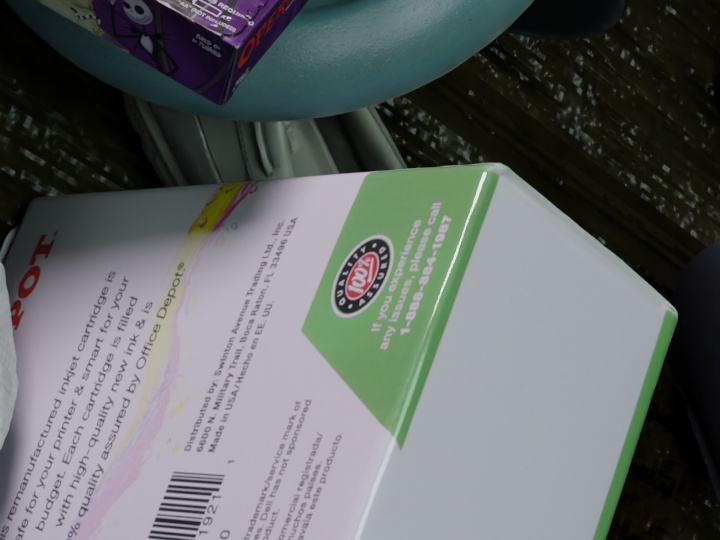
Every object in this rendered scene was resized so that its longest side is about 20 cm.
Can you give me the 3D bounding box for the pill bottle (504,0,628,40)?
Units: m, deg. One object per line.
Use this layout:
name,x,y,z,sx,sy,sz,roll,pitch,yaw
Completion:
pill bottle,0.080,-0.184,0.814,0.112,0.112,0.200,35,66,-32

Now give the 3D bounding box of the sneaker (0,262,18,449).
sneaker,-0.143,-0.038,0.645,0.077,0.082,0.200,72,10,-66

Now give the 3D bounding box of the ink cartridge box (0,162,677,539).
ink cartridge box,-0.032,0.056,0.651,0.084,0.200,0.145,35,66,-36

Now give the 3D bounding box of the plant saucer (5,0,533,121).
plant saucer,-0.026,-0.143,0.695,0.200,0.027,0.201,0,80,2

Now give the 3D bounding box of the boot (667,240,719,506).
boot,0.168,0.102,0.849,0.168,0.076,0.200,-95,165,-59

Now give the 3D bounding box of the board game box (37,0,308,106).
board game box,-0.089,-0.136,0.643,0.200,0.032,0.120,30,49,7

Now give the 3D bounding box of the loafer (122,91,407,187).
loafer,0.000,0.000,0.760,0.200,0.070,0.070,56,48,-23
